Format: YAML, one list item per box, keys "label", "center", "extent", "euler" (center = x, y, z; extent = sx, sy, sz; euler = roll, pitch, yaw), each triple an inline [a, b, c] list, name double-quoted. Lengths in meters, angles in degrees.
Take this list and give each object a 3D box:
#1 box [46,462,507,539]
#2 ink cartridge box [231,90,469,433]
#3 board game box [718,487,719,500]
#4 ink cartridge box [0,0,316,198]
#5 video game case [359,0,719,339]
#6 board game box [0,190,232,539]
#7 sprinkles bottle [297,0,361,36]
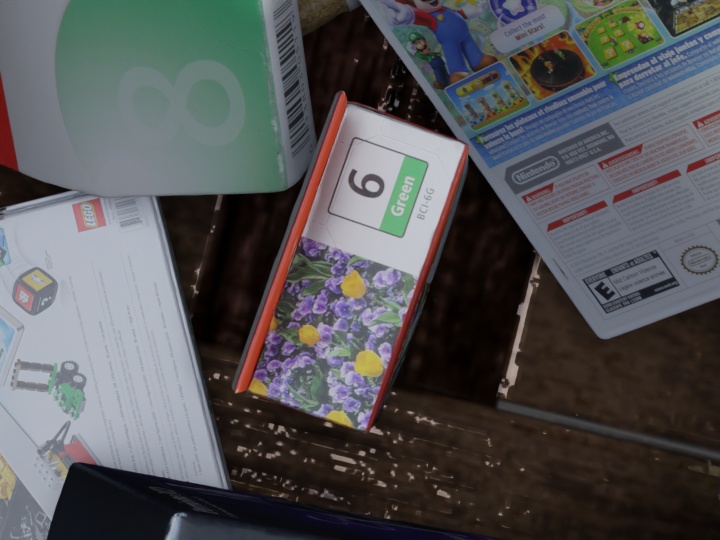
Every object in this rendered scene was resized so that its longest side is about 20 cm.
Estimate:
- label: "box"
  center: [-0.005, 0.141, 0.961]
  extent: [0.200, 0.148, 0.104]
  euler: [13, 89, -21]
- label: "ink cartridge box"
  center: [0.000, 0.000, 0.965]
  extent: [0.050, 0.200, 0.109]
  euler: [20, 89, 2]
- label: "board game box"
  center: [0.170, 0.128, 0.934]
  extent: [0.200, 0.062, 0.200]
  euler: [-39, 111, -34]
- label: "ink cartridge box"
  center: [-0.123, -0.108, 0.991]
  extent: [0.200, 0.050, 0.161]
  euler: [-2, 111, 16]
- label: "video game case"
  center: [0.087, -0.076, 0.970]
  extent: [0.143, 0.018, 0.200]
  euler: [-23, 110, 42]
- label: "board game box"
  center: [-0.117, 0.074, 1.047]
  extent: [0.126, 0.035, 0.200]
  euler: [-14, 89, -1]
- label: "sprinkles bottle"
  center: [0.021, -0.152, 1.035]
  extent: [0.200, 0.068, 0.068]
  euler: [-31, 89, 0]
